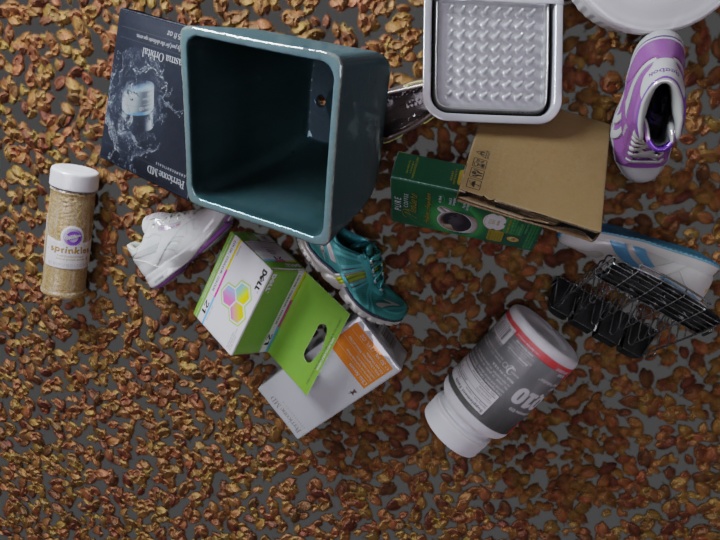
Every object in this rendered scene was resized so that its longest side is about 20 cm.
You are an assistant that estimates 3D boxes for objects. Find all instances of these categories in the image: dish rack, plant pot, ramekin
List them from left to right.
[{"bbox_3d":[-0.063,-0.173,0.728,0.195,0.200,0.197,19,120,23],"label":"plant pot"},{"bbox_3d":[0.157,-0.275,0.762,0.170,0.044,0.201,1,88,-5],"label":"dish rack"},{"bbox_3d":[0.328,0.040,0.762,0.153,0.200,0.055,29,69,3],"label":"dish rack"},{"bbox_3d":[0.320,-0.364,0.702,0.201,0.094,0.204,1,100,5],"label":"ramekin"}]

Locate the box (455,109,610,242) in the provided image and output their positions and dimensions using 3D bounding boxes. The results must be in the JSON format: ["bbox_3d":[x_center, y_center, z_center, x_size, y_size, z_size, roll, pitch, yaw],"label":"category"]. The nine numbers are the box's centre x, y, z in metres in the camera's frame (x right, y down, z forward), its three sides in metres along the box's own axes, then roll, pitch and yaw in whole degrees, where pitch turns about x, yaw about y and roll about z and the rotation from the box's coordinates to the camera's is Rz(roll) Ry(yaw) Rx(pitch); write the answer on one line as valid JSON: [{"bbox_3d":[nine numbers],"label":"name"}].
[{"bbox_3d":[0.213,-0.132,0.750,0.163,0.201,0.021,18,141,6],"label":"box"}]

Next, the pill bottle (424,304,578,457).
[{"bbox_3d":[0.188,0.154,0.858,0.114,0.114,0.200,39,108,0],"label":"pill bottle"}]

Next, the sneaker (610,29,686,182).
[{"bbox_3d":[0.326,-0.153,0.714,0.072,0.115,0.201,0,142,19],"label":"sneaker"}]

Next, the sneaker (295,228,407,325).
[{"bbox_3d":[0.000,0.000,0.858,0.080,0.078,0.200,-36,113,24],"label":"sneaker"}]

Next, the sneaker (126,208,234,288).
[{"bbox_3d":[-0.265,-0.058,0.920,0.200,0.075,0.100,-36,95,17],"label":"sneaker"}]

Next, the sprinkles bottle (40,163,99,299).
[{"bbox_3d":[-0.447,-0.059,0.963,0.068,0.068,0.201,16,107,8],"label":"sprinkles bottle"}]

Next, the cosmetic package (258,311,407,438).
[{"bbox_3d":[-0.041,0.148,0.927,0.200,0.071,0.102,-37,94,18],"label":"cosmetic package"}]

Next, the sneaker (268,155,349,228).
[{"bbox_3d":[-0.093,-0.112,0.879,0.199,0.079,0.096,27,120,6],"label":"sneaker"}]

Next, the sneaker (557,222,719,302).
[{"bbox_3d":[0.347,-0.007,0.805,0.199,0.077,0.081,20,109,8],"label":"sneaker"}]

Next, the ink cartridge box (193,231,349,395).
[{"bbox_3d":[-0.128,0.059,0.876,0.200,0.076,0.148,40,112,32],"label":"ink cartridge box"}]

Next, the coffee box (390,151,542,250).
[{"bbox_3d":[0.138,-0.087,0.806,0.199,0.123,0.044,13,70,10],"label":"coffee box"}]

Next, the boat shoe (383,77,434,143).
[{"bbox_3d":[0.026,-0.202,0.832,0.199,0.060,0.072,-19,100,16],"label":"boat shoe"}]

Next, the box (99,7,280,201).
[{"bbox_3d":[-0.224,-0.213,0.818,0.196,0.117,0.201,25,109,31],"label":"box"}]
